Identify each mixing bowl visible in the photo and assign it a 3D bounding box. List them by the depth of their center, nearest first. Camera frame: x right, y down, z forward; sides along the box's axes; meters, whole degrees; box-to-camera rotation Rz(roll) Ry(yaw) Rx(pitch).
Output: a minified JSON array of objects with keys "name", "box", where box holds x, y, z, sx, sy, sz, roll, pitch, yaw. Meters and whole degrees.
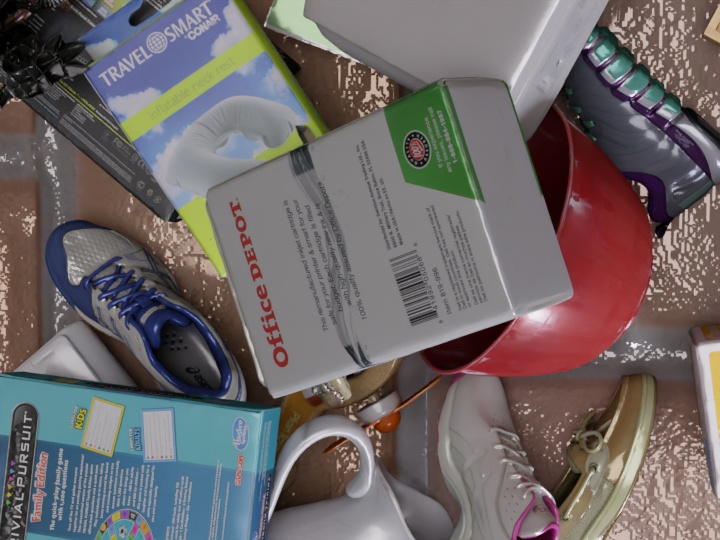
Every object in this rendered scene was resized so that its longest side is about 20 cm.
[{"name":"mixing bowl","box":[0.131,-0.005,1.060,0.108,0.200,0.201,23,99,-20]}]

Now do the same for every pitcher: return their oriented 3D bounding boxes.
[{"name":"pitcher","box":[-0.046,0.207,1.118,0.199,0.121,0.172,-35,115,7]}]

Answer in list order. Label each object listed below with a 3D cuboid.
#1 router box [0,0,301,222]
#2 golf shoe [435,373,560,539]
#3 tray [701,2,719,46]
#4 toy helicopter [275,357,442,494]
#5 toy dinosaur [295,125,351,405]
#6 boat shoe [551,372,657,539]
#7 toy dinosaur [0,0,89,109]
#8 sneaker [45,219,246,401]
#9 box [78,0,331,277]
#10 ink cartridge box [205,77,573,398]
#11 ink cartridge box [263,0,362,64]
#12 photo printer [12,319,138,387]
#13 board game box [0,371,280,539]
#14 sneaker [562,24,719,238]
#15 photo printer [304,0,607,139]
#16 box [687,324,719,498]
[{"name":"router box","box":[-0.167,-0.157,1.147,0.200,0.062,0.150,40,101,5]},{"name":"golf shoe","box":[0.106,0.161,1.091,0.091,0.075,0.201,-22,63,41]},{"name":"tray","box":[0.352,-0.162,1.070,0.199,0.037,0.099,29,99,6]},{"name":"toy helicopter","box":[-0.028,0.096,1.145,0.132,0.079,0.201,34,112,8]},{"name":"toy dinosaur","box":[0.000,0.000,1.056,0.087,0.047,0.202,-1,98,7]},{"name":"boat shoe","box":[0.157,0.161,1.115,0.063,0.073,0.202,23,106,3]},{"name":"toy dinosaur","box":[-0.257,-0.179,1.085,0.102,0.136,0.201,13,110,-31]},{"name":"sneaker","box":[-0.156,0.029,1.137,0.200,0.088,0.075,43,75,6]},{"name":"box","box":[-0.103,-0.112,1.083,0.122,0.048,0.201,-33,97,8]},{"name":"ink cartridge box","box":[0.014,-0.018,0.961,0.199,0.083,0.148,-20,85,35]},{"name":"ink cartridge box","box":[0.030,-0.249,1.113,0.145,0.048,0.201,21,100,8]},{"name":"photo printer","box":[-0.215,0.165,1.179,0.166,0.069,0.200,-40,88,11]},{"name":"board game box","box":[-0.164,0.158,1.071,0.199,0.047,0.152,7,90,13]},{"name":"sneaker","box":[0.171,-0.115,1.089,0.200,0.074,0.088,44,107,4]},{"name":"photo printer","box":[0.063,-0.201,1.020,0.199,0.069,0.167,33,98,28]},{"name":"box","box":[0.335,0.086,1.060,0.199,0.101,0.113,-7,93,10]}]
